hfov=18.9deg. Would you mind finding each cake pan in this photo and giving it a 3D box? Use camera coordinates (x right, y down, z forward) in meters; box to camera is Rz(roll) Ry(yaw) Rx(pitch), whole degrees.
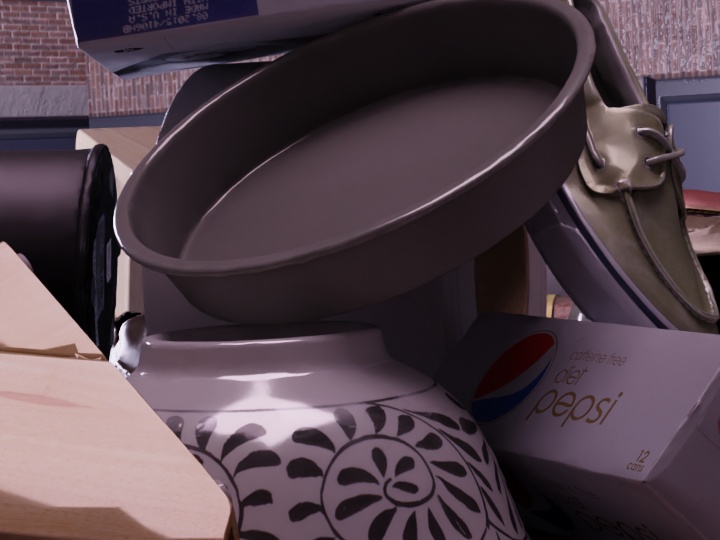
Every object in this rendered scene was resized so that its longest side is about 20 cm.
[{"bbox_3d":[0.002,-0.043,0.840,0.200,0.037,0.200,-20,26,10],"label":"cake pan"}]

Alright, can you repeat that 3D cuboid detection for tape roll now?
[{"bbox_3d":[0.000,0.000,1.006,0.139,0.203,0.203,-3,3,18],"label":"tape roll"}]

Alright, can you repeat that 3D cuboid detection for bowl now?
[{"bbox_3d":[-0.034,0.069,0.789,0.200,0.095,0.201,-3,2,0],"label":"bowl"}]

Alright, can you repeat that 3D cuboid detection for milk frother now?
[{"bbox_3d":[-0.213,0.024,0.972,0.187,0.181,0.200,1,-3,1],"label":"milk frother"}]

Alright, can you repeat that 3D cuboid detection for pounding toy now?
[{"bbox_3d":[-0.155,-0.011,1.813,0.142,0.201,0.184,-4,18,-23],"label":"pounding toy"}]

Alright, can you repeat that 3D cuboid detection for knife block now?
[{"bbox_3d":[-0.155,0.077,0.676,0.175,0.064,0.200,-32,55,-21],"label":"knife block"}]

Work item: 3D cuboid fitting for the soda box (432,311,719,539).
[{"bbox_3d":[0.094,0.063,0.813,0.068,0.064,0.200,42,-14,-19],"label":"soda box"}]

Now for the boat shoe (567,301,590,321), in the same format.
[{"bbox_3d":[0.138,0.067,0.907,0.075,0.062,0.200,11,10,-31],"label":"boat shoe"}]

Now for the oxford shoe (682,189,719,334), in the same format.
[{"bbox_3d":[0.205,0.009,0.939,0.199,0.071,0.075,-1,28,17],"label":"oxford shoe"}]

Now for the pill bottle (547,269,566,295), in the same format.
[{"bbox_3d":[0.060,0.004,1.671,0.199,0.120,0.120,-2,3,11],"label":"pill bottle"}]

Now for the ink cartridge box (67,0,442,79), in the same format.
[{"bbox_3d":[-0.025,-0.125,1.006,0.199,0.041,0.200,-9,1,3],"label":"ink cartridge box"}]

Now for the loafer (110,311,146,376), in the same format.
[{"bbox_3d":[-0.120,0.056,1.295,0.073,0.072,0.200,-4,3,-26],"label":"loafer"}]

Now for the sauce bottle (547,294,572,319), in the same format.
[{"bbox_3d":[0.119,0.048,1.350,0.199,0.066,0.066,0,4,12],"label":"sauce bottle"}]

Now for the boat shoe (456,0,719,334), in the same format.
[{"bbox_3d":[0.099,-0.044,0.884,0.062,0.200,0.072,-41,-34,24],"label":"boat shoe"}]
